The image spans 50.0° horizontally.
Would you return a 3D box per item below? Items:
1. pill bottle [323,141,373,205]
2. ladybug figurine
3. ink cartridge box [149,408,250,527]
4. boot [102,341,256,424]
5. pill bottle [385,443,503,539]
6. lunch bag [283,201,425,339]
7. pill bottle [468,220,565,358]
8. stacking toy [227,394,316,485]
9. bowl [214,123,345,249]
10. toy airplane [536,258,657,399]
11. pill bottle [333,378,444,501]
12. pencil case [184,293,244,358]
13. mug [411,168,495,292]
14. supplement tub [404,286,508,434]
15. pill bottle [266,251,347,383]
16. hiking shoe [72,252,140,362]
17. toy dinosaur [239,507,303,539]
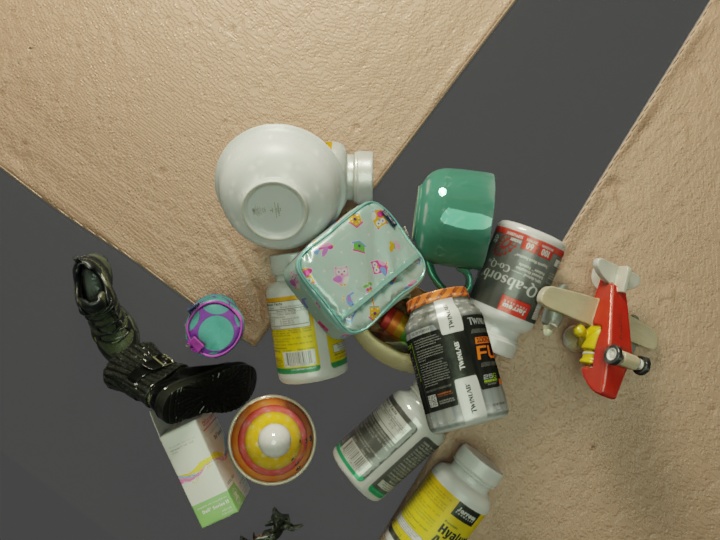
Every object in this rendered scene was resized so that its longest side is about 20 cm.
[{"bbox_3d":[-0.080,-0.150,1.228,0.199,0.113,0.113,1,92,0],"label":"pill bottle"},{"bbox_3d":[0.064,0.092,1.249,0.200,0.072,0.136,35,76,1],"label":"ladybug figurine"},{"bbox_3d":[-0.256,0.292,1.241,0.067,0.117,0.200,-25,92,2],"label":"ink cartridge box"},{"bbox_3d":[-0.287,0.169,1.243,0.158,0.211,0.080,20,104,36],"label":"boot"},{"bbox_3d":[0.139,0.383,1.246,0.111,0.111,0.200,36,92,-1],"label":"pill bottle"},{"bbox_3d":[0.000,0.000,1.165,0.200,0.077,0.161,-39,92,-29],"label":"lunch bag"},{"bbox_3d":[0.238,0.031,1.231,0.116,0.116,0.201,22,92,0],"label":"pill bottle"},{"bbox_3d":[-0.136,0.266,1.192,0.146,0.200,0.147,1,81,-7],"label":"stacking toy"},{"bbox_3d":[-0.122,-0.107,1.137,0.200,0.090,0.202,0,120,0],"label":"bowl"},{"bbox_3d":[0.377,0.082,1.228,0.199,0.141,0.200,-32,89,-38],"label":"toy airplane"},{"bbox_3d":[0.063,0.264,1.241,0.200,0.113,0.113,-42,91,2],"label":"pill bottle"},{"bbox_3d":[-0.229,0.082,1.193,0.092,0.200,0.085,-30,96,-9],"label":"pencil case"},{"bbox_3d":[0.139,-0.069,1.202,0.114,0.152,0.186,8,63,2],"label":"mug"},{"bbox_3d":[0.137,0.132,1.147,0.122,0.123,0.201,-14,78,1],"label":"supplement tub"},{"bbox_3d":[-0.089,0.070,1.228,0.112,0.113,0.201,-9,92,1],"label":"pill bottle"},{"bbox_3d":[-0.421,0.070,1.243,0.076,0.101,0.200,-23,92,1],"label":"hiking shoe"},{"bbox_3d":[-0.152,0.467,1.234,0.200,0.136,0.102,9,112,41],"label":"toy dinosaur"}]
